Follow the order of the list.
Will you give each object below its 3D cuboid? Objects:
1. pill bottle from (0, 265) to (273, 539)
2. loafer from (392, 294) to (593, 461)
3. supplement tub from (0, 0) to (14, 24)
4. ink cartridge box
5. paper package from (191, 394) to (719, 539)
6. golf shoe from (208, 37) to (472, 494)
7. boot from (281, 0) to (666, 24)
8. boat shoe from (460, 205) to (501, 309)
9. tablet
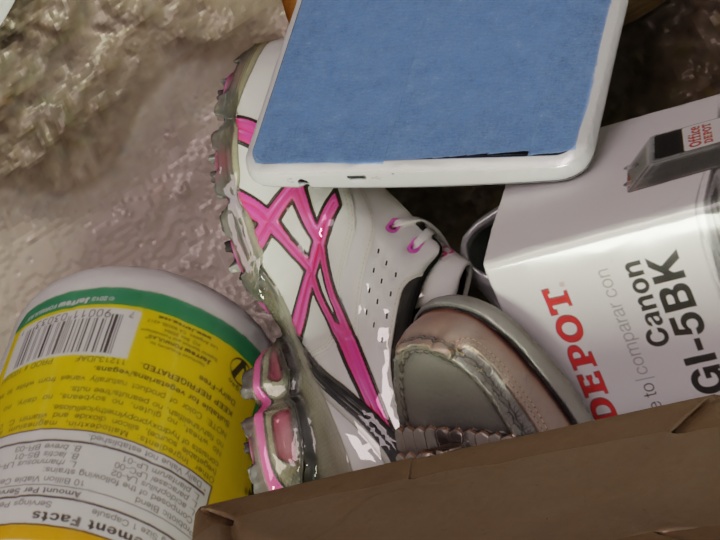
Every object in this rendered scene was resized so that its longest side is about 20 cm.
[{"bbox_3d":[-0.097,0.105,0.840,0.112,0.113,0.200,-10,41,22],"label":"pill bottle"},{"bbox_3d":[0.055,0.105,0.769,0.072,0.201,0.063,4,36,45],"label":"loafer"},{"bbox_3d":[-0.253,-0.169,0.998,0.200,0.145,0.146,24,90,27],"label":"supplement tub"},{"bbox_3d":[0.159,0.014,0.765,0.199,0.083,0.147,-15,115,22],"label":"ink cartridge box"},{"bbox_3d":[0.053,0.162,0.713,0.190,0.104,0.201,-14,113,11],"label":"paper package"},{"bbox_3d":[0.000,0.000,0.859,0.092,0.073,0.201,-19,66,18],"label":"golf shoe"},{"bbox_3d":[0.049,-0.151,0.897,0.201,0.071,0.144,-31,68,20],"label":"boot"},{"bbox_3d":[0.131,-0.023,0.834,0.199,0.067,0.074,-25,70,18],"label":"boat shoe"},{"bbox_3d":[0.040,-0.114,0.831,0.130,0.014,0.201,0,56,27],"label":"tablet"}]
